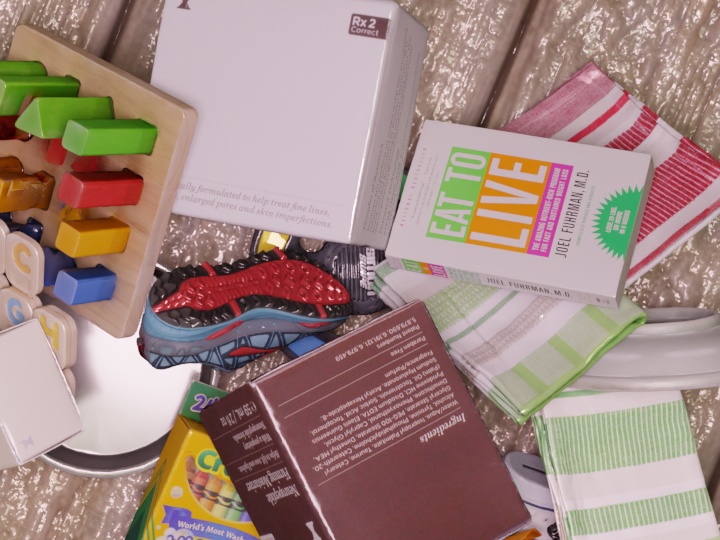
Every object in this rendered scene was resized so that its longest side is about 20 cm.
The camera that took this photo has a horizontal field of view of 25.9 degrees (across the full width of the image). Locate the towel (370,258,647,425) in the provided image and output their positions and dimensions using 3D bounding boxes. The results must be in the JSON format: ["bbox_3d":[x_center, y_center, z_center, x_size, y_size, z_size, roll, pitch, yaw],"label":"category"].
[{"bbox_3d":[0.121,0.020,1.319,0.149,0.031,0.200,-40,56,-12],"label":"towel"}]

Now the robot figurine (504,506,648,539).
[{"bbox_3d":[0.173,0.275,1.353,0.200,0.058,0.145,-19,107,-4],"label":"robot figurine"}]

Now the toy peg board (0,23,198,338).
[{"bbox_3d":[-0.256,-0.072,1.256,0.200,0.098,0.200,29,110,30],"label":"toy peg board"}]

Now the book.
[{"bbox_3d":[0.134,-0.047,1.321,0.200,0.048,0.134,10,66,20],"label":"book"}]

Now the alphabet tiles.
[{"bbox_3d":[-0.308,0.042,1.295,0.200,0.015,0.196,28,125,29],"label":"alphabet tiles"}]

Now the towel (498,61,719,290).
[{"bbox_3d":[0.210,-0.086,1.354,0.144,0.023,0.200,-38,55,-9],"label":"towel"}]

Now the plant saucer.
[{"bbox_3d":[0.255,0.063,1.341,0.200,0.200,0.050,-5,96,-6],"label":"plant saucer"}]

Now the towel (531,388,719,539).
[{"bbox_3d":[0.228,0.188,1.317,0.152,0.023,0.200,-7,76,-22],"label":"towel"}]

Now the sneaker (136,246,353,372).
[{"bbox_3d":[-0.101,0.039,1.320,0.200,0.096,0.079,-3,52,-34],"label":"sneaker"}]

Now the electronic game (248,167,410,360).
[{"bbox_3d":[0.000,0.000,1.390,0.199,0.042,0.201,0,92,-7],"label":"electronic game"}]

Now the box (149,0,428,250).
[{"bbox_3d":[-0.065,-0.131,1.303,0.198,0.131,0.200,11,91,15],"label":"box"}]

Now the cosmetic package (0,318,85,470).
[{"bbox_3d":[-0.322,0.114,1.280,0.071,0.200,0.105,-27,98,-45],"label":"cosmetic package"}]

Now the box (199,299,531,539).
[{"bbox_3d":[0.000,0.156,1.269,0.164,0.166,0.200,-25,86,-24],"label":"box"}]

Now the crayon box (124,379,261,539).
[{"bbox_3d":[-0.124,0.211,1.358,0.126,0.052,0.200,22,94,-22],"label":"crayon box"}]

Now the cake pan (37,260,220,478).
[{"bbox_3d":[-0.223,0.079,1.369,0.200,0.037,0.201,0,92,-6],"label":"cake pan"}]

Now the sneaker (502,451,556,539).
[{"bbox_3d":[0.202,0.225,1.418,0.200,0.073,0.071,23,118,-10],"label":"sneaker"}]
